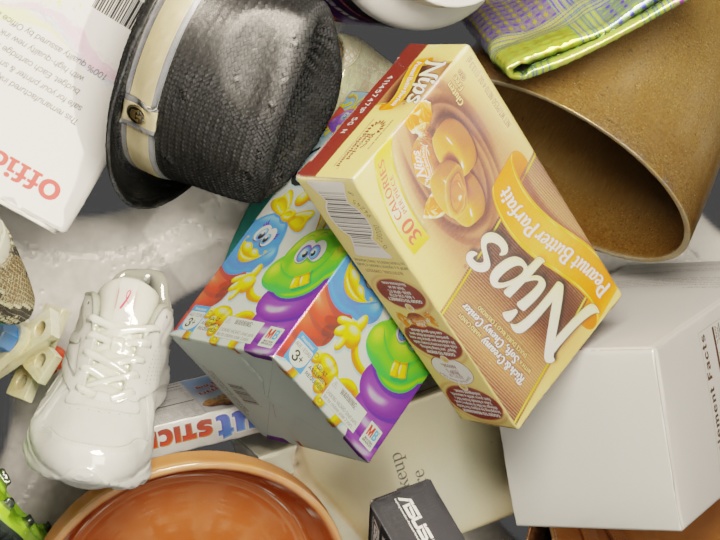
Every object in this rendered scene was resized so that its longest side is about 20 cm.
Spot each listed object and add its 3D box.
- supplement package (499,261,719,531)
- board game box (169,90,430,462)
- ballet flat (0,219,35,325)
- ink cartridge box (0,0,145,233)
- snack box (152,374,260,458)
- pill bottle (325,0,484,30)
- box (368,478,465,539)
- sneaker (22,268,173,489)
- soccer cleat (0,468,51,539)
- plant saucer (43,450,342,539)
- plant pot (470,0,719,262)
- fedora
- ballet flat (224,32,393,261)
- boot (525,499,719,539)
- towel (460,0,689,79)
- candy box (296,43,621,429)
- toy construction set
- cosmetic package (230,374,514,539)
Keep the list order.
[{"bbox_3d":[0.186,0.077,1.426,0.200,0.121,0.120,-26,110,-53],"label":"supplement package"},{"bbox_3d":[0.000,0.000,1.342,0.105,0.103,0.200,50,65,-33],"label":"board game box"},{"bbox_3d":[-0.260,-0.037,1.276,0.200,0.068,0.075,31,126,-19],"label":"ballet flat"},{"bbox_3d":[-0.197,-0.144,1.332,0.145,0.084,0.200,30,87,-20],"label":"ink cartridge box"},{"bbox_3d":[-0.073,0.082,1.413,0.200,0.072,0.024,-12,107,-17],"label":"snack box"},{"bbox_3d":[0.023,-0.201,1.336,0.111,0.200,0.111,-3,98,-18],"label":"pill bottle"},{"bbox_3d":[0.054,0.248,1.388,0.049,0.161,0.200,-18,145,-15],"label":"box"},{"bbox_3d":[-0.150,0.056,1.313,0.078,0.200,0.099,10,113,-5],"label":"sneaker"},{"bbox_3d":[-0.233,0.161,1.335,0.081,0.068,0.200,-32,143,-4],"label":"soccer cleat"},{"bbox_3d":[-0.107,0.197,1.366,0.200,0.032,0.200,-7,118,-13],"label":"plant saucer"},{"bbox_3d":[0.172,-0.141,1.422,0.186,0.186,0.200,38,72,-20],"label":"plant pot"},{"bbox_3d":[-0.067,-0.112,1.320,0.092,0.201,0.201,28,88,16],"label":"fedora"},{"bbox_3d":[-0.028,-0.051,1.415,0.062,0.067,0.200,22,91,-30],"label":"ballet flat"},{"bbox_3d":[0.173,0.179,1.466,0.155,0.074,0.200,21,56,-28],"label":"boot"},{"bbox_3d":[0.124,-0.187,1.364,0.144,0.200,0.023,-27,121,3],"label":"towel"},{"bbox_3d":[0.060,-0.019,1.286,0.115,0.055,0.200,-49,123,-25],"label":"candy box"},{"bbox_3d":[-0.277,0.044,1.338,0.200,0.092,0.131,22,65,-27],"label":"toy construction set"},{"bbox_3d":[0.028,0.125,1.455,0.200,0.073,0.104,-21,105,-16],"label":"cosmetic package"}]
